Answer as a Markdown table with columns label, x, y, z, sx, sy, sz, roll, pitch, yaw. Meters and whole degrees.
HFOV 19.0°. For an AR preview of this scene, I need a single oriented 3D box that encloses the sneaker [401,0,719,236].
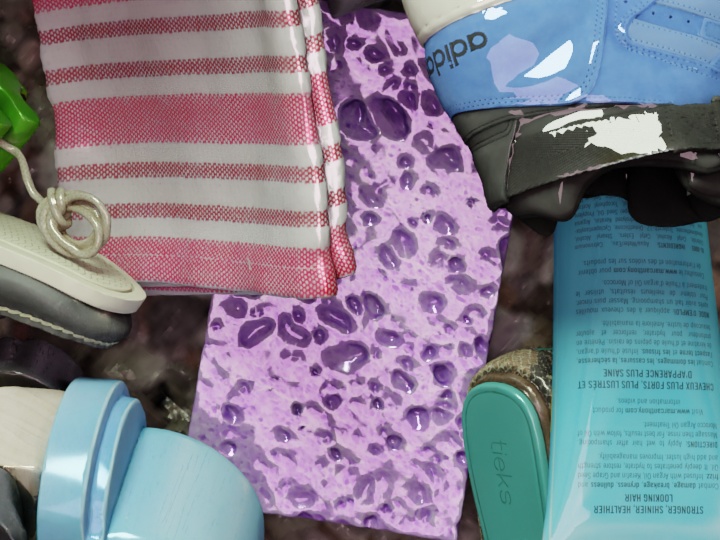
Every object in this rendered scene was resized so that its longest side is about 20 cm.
| label | x | y | z | sx | sy | sz | roll | pitch | yaw |
| --- | --- | --- | --- | --- | --- | --- | --- | --- | --- |
| sneaker | 0.122 | -0.074 | 0.743 | 0.199 | 0.077 | 0.112 | -17 | 84 | -19 |

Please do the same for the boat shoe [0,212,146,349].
| label | x | y | z | sx | sy | sz | roll | pitch | yaw |
| --- | --- | --- | --- | --- | --- | --- | --- | --- | --- |
| boat shoe | -0.171 | 0.002 | 0.804 | 0.199 | 0.072 | 0.068 | 14 | 95 | 20 |

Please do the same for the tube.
| label | x | y | z | sx | sy | sz | roll | pitch | yaw |
| --- | --- | --- | --- | --- | --- | --- | --- | --- | --- |
| tube | 0.099 | 0.008 | 0.780 | 0.077 | 0.050 | 0.201 | 0 | 74 | -4 |

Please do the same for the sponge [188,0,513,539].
| label | x | y | z | sx | sy | sz | roll | pitch | yaw |
| --- | --- | --- | --- | --- | --- | --- | --- | --- | --- |
| sponge | 0.000 | 0.000 | 0.829 | 0.111 | 0.030 | 0.201 | 10 | 96 | 1 |

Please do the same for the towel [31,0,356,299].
| label | x | y | z | sx | sy | sz | roll | pitch | yaw |
| --- | --- | --- | --- | --- | --- | --- | --- | --- | --- |
| towel | -0.071 | -0.088 | 0.774 | 0.146 | 0.030 | 0.201 | 0 | 103 | 45 |

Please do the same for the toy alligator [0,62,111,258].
| label | x | y | z | sx | sy | sz | roll | pitch | yaw |
| --- | --- | --- | --- | --- | --- | --- | --- | --- | --- |
| toy alligator | -0.152 | -0.074 | 0.802 | 0.200 | 0.054 | 0.059 | 44 | 105 | 15 |

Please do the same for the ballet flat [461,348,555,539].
| label | x | y | z | sx | sy | sz | roll | pitch | yaw |
| --- | --- | --- | --- | --- | --- | --- | --- | --- | --- |
| ballet flat | 0.078 | 0.127 | 0.820 | 0.068 | 0.075 | 0.201 | 5 | 99 | 43 |

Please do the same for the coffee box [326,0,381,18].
| label | x | y | z | sx | sy | sz | roll | pitch | yaw |
| --- | --- | --- | --- | --- | --- | --- | --- | --- | --- |
| coffee box | 0.068 | -0.177 | 0.769 | 0.199 | 0.080 | 0.114 | -19 | 93 | -4 |

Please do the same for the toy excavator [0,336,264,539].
| label | x | y | z | sx | sy | sz | roll | pitch | yaw |
| --- | --- | --- | --- | --- | --- | --- | --- | --- | --- |
| toy excavator | -0.059 | 0.133 | 0.802 | 0.199 | 0.100 | 0.195 | 5 | 123 | 7 |
